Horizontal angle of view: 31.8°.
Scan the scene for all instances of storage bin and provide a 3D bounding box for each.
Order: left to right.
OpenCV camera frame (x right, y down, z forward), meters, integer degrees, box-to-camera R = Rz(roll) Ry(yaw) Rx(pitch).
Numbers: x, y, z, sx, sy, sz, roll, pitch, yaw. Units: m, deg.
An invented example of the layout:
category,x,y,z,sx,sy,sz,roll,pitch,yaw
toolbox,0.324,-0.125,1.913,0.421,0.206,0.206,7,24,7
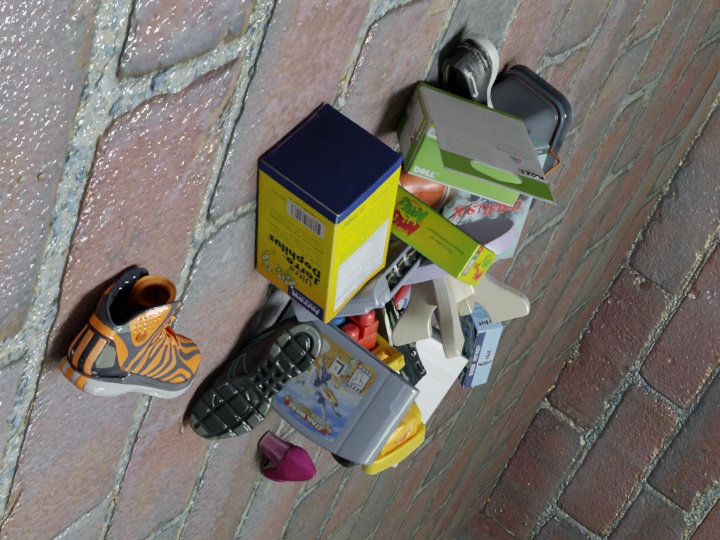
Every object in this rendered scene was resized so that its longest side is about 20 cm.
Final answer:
category,x,y,z,sx,sy,sz,roll,pitch,yaw
storage bin,0.190,-0.158,1.750,0.134,0.145,0.201,-26,147,-39

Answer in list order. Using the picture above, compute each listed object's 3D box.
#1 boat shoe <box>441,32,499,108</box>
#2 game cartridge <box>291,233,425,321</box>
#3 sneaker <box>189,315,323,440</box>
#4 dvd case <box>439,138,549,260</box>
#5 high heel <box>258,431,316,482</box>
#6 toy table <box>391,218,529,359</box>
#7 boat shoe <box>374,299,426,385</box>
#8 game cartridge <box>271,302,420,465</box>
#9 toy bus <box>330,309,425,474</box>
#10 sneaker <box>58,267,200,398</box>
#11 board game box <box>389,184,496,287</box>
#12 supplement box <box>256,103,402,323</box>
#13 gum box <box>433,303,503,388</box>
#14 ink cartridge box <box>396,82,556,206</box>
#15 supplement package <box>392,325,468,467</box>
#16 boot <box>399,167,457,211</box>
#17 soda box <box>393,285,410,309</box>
category,x,y,z,sx,sy,sz,roll,pitch,yaw
boat shoe,0.133,-0.210,1.593,0.060,0.074,0.201,-44,159,-23
game cartridge,0.000,0.000,1.541,0.200,0.132,0.041,-47,120,-56
sneaker,-0.125,0.129,1.539,0.199,0.076,0.079,-39,-160,5
dvd case,0.165,-0.085,1.702,0.144,0.022,0.201,-10,136,-24
high heel,-0.097,0.304,1.900,0.068,0.096,0.200,-51,162,-9
toy table,0.115,0.021,1.606,0.184,0.198,0.118,-48,122,-57
boat shoe,0.054,0.087,1.735,0.066,0.074,0.201,-28,125,-16
game cartridge,-0.040,0.146,1.585,0.134,0.199,0.042,-55,167,3
toy bus,-0.001,0.138,1.684,0.135,0.200,0.193,-26,143,-38
sneaker,-0.196,0.060,1.223,0.113,0.077,0.200,-57,162,13
board game box,0.056,-0.061,1.452,0.048,0.199,0.101,-55,162,5
supplement box,-0.038,-0.058,1.367,0.109,0.109,0.201,-43,159,-29
gum box,0.153,0.050,1.932,0.044,0.202,0.171,-11,148,-12
ink cartridge box,0.130,-0.123,1.475,0.201,0.146,0.076,-99,-150,-54
supplement package,0.046,0.169,1.916,0.201,0.119,0.121,-57,-156,6
boot,0.048,-0.072,1.658,0.106,0.075,0.201,-20,152,-28
soda box,0.046,0.012,1.791,0.201,0.063,0.070,-58,162,11
